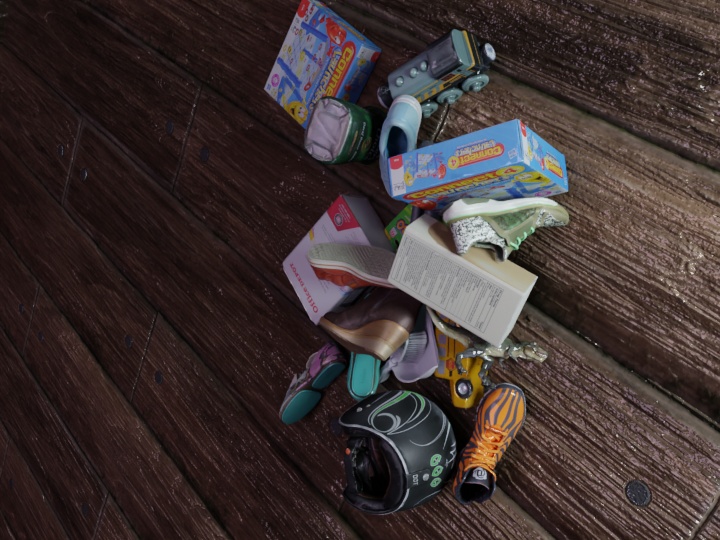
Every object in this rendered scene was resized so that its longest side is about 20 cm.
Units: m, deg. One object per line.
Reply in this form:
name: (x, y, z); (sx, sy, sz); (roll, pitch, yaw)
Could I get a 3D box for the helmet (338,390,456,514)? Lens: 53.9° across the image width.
helmet: (0.061, 0.290, 1.160); (0.198, 0.190, 0.204); (8, 105, 34)

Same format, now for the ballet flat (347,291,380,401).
ballet flat: (0.010, 0.137, 1.274); (0.071, 0.066, 0.203); (111, 170, -70)

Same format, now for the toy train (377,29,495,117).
toy train: (0.118, -0.314, 1.143); (0.198, 0.113, 0.087); (-21, 77, 40)

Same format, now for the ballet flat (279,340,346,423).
ballet flat: (-0.098, 0.216, 1.392); (0.201, 0.068, 0.072); (-51, 41, 26)

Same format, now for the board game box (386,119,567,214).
board game box: (0.171, -0.136, 1.015); (0.198, 0.195, 0.057); (-12, 78, 32)

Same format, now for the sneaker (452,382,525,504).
sneaker: (0.198, 0.276, 1.078); (0.076, 0.112, 0.203); (19, 114, 6)

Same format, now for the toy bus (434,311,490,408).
toy bus: (0.164, 0.114, 1.145); (0.077, 0.065, 0.204); (4, 93, 41)

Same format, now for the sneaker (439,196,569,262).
sneaker: (0.211, -0.055, 1.026); (0.077, 0.196, 0.090); (140, 127, -73)

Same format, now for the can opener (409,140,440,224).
can opener: (0.099, -0.109, 1.162); (0.053, 0.066, 0.204); (9, 91, 42)

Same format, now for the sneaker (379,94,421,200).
sneaker: (0.056, -0.185, 1.171); (0.073, 0.082, 0.202); (14, 138, 17)

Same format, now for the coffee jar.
coffee jar: (-0.008, -0.232, 1.204); (0.085, 0.199, 0.106); (28, 109, 23)

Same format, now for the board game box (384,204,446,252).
board game box: (0.126, -0.093, 1.201); (0.200, 0.030, 0.096); (-43, 63, 31)

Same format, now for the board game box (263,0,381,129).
board game box: (-0.078, -0.383, 1.358); (0.196, 0.055, 0.202); (46, 120, 32)

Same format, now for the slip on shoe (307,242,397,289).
slip on shoe: (0.000, 0.000, 1.191); (0.197, 0.074, 0.062); (10, 134, 30)

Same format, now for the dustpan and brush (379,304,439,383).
dustpan and brush: (0.072, 0.148, 1.225); (0.201, 0.056, 0.141); (109, 157, -54)

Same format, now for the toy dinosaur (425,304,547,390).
toy dinosaur: (0.180, 0.124, 1.071); (0.048, 0.197, 0.089); (118, 171, -65)

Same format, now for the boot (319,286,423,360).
boot: (0.031, 0.062, 1.211); (0.199, 0.072, 0.167); (16, 65, 51)

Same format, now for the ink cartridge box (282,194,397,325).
ink cartridge box: (-0.036, -0.019, 1.309); (0.200, 0.085, 0.149); (-46, 63, 33)

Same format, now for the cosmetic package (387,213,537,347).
cosmetic package: (0.149, 0.012, 1.052); (0.198, 0.071, 0.106); (32, 125, 17)
